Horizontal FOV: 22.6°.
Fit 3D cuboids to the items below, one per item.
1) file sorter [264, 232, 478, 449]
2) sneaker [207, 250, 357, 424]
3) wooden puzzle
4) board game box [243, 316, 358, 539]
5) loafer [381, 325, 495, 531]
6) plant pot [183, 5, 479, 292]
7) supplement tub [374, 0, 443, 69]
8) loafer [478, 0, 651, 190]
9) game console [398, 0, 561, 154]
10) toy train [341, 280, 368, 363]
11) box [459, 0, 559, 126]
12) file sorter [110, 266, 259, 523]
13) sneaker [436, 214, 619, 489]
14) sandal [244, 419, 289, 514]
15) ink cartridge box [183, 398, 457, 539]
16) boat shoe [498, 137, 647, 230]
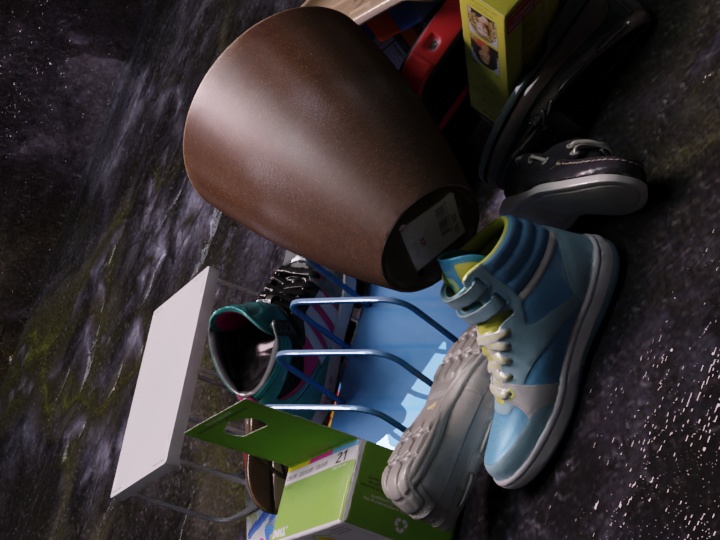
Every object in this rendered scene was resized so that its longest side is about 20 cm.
[{"bbox_3d":[0.018,0.049,1.489,0.138,0.123,0.201,-2,63,38],"label":"file sorter"},{"bbox_3d":[-0.073,0.033,1.550,0.083,0.121,0.201,-3,74,36],"label":"sneaker"},{"bbox_3d":[0.030,-0.240,1.539,0.199,0.046,0.185,-16,27,44],"label":"wooden puzzle"},{"bbox_3d":[-0.041,0.174,1.691,0.196,0.056,0.200,-58,22,29],"label":"board game box"},{"bbox_3d":[0.088,0.110,1.406,0.200,0.070,0.070,-58,17,-23],"label":"loafer"},{"bbox_3d":[-0.005,-0.075,1.383,0.200,0.186,0.188,41,111,39],"label":"plant pot"},{"bbox_3d":[0.028,-0.166,1.608,0.200,0.107,0.107,-38,24,3],"label":"supplement tub"},{"bbox_3d":[0.164,-0.142,1.465,0.072,0.063,0.201,-17,-40,-58],"label":"loafer"},{"bbox_3d":[0.107,-0.205,1.526,0.200,0.031,0.177,-55,-18,-3],"label":"game console"},{"bbox_3d":[0.000,0.000,1.620,0.034,0.046,0.201,19,86,31],"label":"toy train"},{"bbox_3d":[0.124,-0.190,1.464,0.075,0.050,0.200,-48,-21,-15],"label":"box"},{"bbox_3d":[-0.139,0.127,1.729,0.139,0.124,0.201,-36,38,55],"label":"file sorter"},{"bbox_3d":[0.100,0.052,1.333,0.079,0.130,0.201,9,80,69],"label":"sneaker"},{"bbox_3d":[-0.064,0.130,1.634,0.055,0.081,0.201,102,173,-65],"label":"sandal"},{"bbox_3d":[-0.039,0.181,1.462,0.148,0.199,0.076,-31,42,60],"label":"ink cartridge box"},{"bbox_3d":[0.165,-0.072,1.384,0.200,0.074,0.061,157,127,-75],"label":"boat shoe"}]
